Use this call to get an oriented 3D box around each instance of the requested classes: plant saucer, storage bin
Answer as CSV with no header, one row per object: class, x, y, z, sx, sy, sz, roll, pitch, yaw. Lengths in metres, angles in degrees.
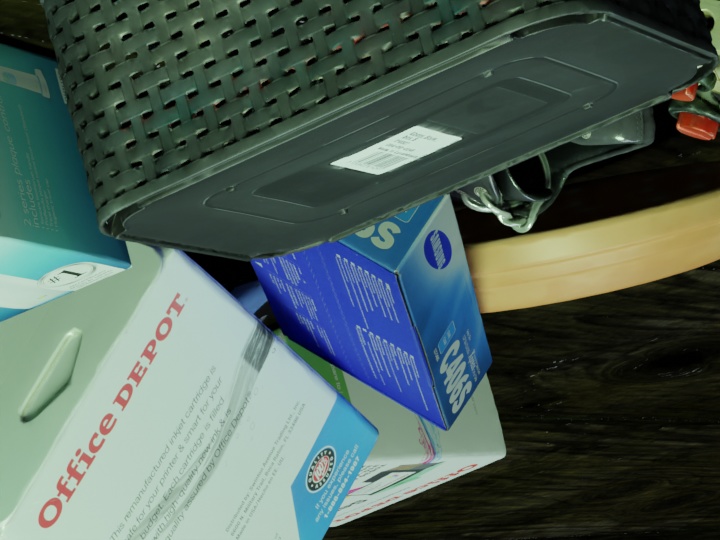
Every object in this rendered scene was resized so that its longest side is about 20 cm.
plant saucer,0.102,-0.015,1.326,0.199,0.038,0.200,-11,-174,1
storage bin,0.006,-0.083,0.967,0.199,0.094,0.135,-24,165,25

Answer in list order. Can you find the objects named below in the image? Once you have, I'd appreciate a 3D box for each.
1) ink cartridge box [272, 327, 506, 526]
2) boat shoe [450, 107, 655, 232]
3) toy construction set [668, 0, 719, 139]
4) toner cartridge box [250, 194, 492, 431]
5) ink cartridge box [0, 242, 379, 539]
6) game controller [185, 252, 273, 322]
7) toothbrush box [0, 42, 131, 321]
ink cartridge box,-0.030,0.096,1.645,0.145,0.084,0.200,-25,164,32
boat shoe,0.058,-0.048,1.223,0.072,0.063,0.200,-6,163,-37
toy construction set,0.193,-0.084,1.151,0.131,0.092,0.200,14,157,17
toner cartridge box,0.000,0.000,1.215,0.043,0.095,0.200,-57,162,-14
ink cartridge box,-0.097,0.081,1.238,0.084,0.145,0.200,22,166,37
game controller,-0.074,0.015,1.370,0.104,0.042,0.200,-10,166,-24
toothbrush box,-0.198,-0.025,0.983,0.146,0.086,0.200,-22,164,22
